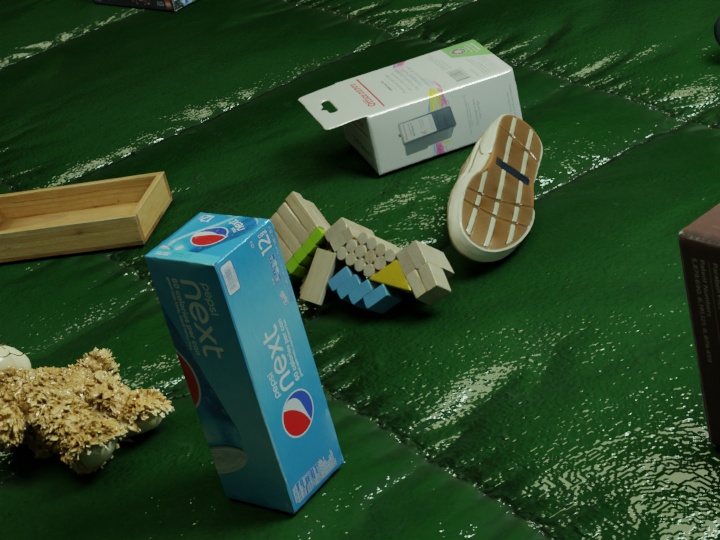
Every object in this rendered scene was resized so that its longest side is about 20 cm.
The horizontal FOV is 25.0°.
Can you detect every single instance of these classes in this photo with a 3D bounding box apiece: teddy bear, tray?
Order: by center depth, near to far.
[{"bbox_3d":[-0.241,0.101,1.277,0.144,0.067,0.200,-26,29,-27],"label":"teddy bear"},{"bbox_3d":[-0.299,-0.051,1.639,0.199,0.037,0.099,-8,28,16],"label":"tray"}]

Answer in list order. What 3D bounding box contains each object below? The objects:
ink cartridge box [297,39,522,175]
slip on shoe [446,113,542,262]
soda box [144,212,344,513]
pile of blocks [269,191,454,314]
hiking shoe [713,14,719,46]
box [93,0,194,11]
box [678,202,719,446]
[{"bbox_3d":[0.049,-0.160,1.636,0.199,0.068,0.117,-19,27,-10],"label":"ink cartridge box"},{"bbox_3d":[0.110,-0.064,1.433,0.061,0.076,0.201,-45,16,37],"label":"slip on shoe"},{"bbox_3d":[-0.077,0.064,1.112,0.068,0.201,0.064,7,33,37],"label":"soda box"},{"bbox_3d":[0.000,0.000,1.378,0.199,0.083,0.062,22,0,38],"label":"pile of blocks"},{"bbox_3d":[0.430,-0.230,1.568,0.199,0.075,0.087,5,32,34],"label":"hiking shoe"},{"bbox_3d":[-0.285,-0.426,2.361,0.199,0.038,0.136,14,38,44],"label":"box"},{"bbox_3d":[0.332,0.030,1.010,0.165,0.165,0.199,-31,31,-31],"label":"box"}]
